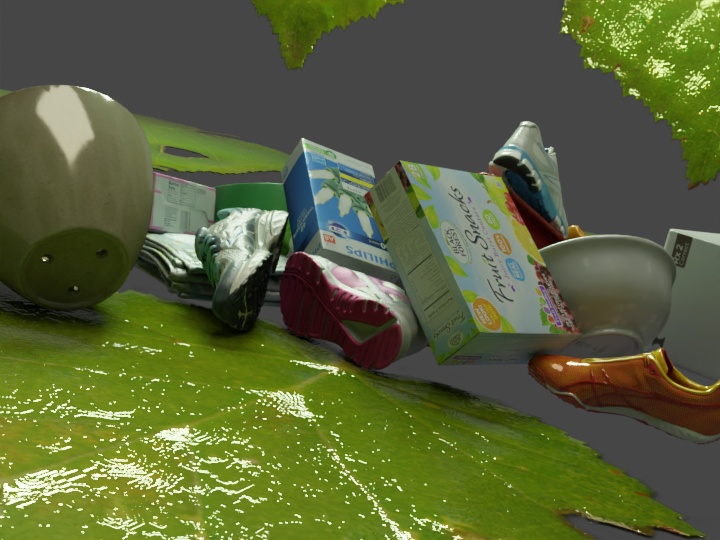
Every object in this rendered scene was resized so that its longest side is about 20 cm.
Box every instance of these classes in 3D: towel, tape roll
[{"bbox_3d":[-0.154,-0.005,1.318,0.199,0.049,0.171,6,12,-34],"label":"towel"},{"bbox_3d":[-0.117,-0.074,1.562,0.199,0.049,0.200,2,-8,0],"label":"tape roll"}]

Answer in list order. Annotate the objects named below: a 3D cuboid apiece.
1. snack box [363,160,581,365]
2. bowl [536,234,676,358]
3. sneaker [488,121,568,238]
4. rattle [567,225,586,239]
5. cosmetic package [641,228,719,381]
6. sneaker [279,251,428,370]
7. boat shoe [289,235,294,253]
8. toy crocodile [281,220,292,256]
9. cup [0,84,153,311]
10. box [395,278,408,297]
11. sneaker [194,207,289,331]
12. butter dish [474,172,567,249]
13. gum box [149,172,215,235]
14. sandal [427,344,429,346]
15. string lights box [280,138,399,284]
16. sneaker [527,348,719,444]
[{"bbox_3d":[0.113,-0.005,1.166,0.168,0.068,0.201,5,52,-45],"label":"snack box"},{"bbox_3d":[0.253,0.052,1.260,0.199,0.091,0.202,-4,-32,-2],"label":"bowl"},{"bbox_3d":[0.223,-0.104,1.427,0.074,0.087,0.200,12,-29,29],"label":"sneaker"},{"bbox_3d":[0.344,0.024,1.537,0.198,0.144,0.130,3,-7,-15],"label":"rattle"},{"bbox_3d":[0.485,0.049,1.471,0.164,0.166,0.199,21,14,40],"label":"cosmetic package"},{"bbox_3d":[-0.006,0.042,1.170,0.088,0.082,0.200,4,21,-45],"label":"sneaker"},{"bbox_3d":[0.000,0.000,1.417,0.199,0.072,0.068,21,17,-45],"label":"boat shoe"},{"bbox_3d":[-0.062,-0.038,1.466,0.067,0.062,0.200,-4,-16,24],"label":"toy crocodile"},{"bbox_3d":[-0.277,-0.048,1.072,0.199,0.201,0.144,6,38,-32],"label":"cup"},{"bbox_3d":[0.059,-0.022,1.338,0.048,0.118,0.200,-11,-9,-4],"label":"box"},{"bbox_3d":[-0.133,-0.005,1.183,0.086,0.078,0.200,13,26,1],"label":"sneaker"},{"bbox_3d":[0.145,-0.003,1.426,0.199,0.149,0.200,37,-25,-22],"label":"butter dish"},{"bbox_3d":[-0.265,-0.079,1.404,0.113,0.067,0.200,4,-2,15],"label":"gum box"},{"bbox_3d":[0.094,0.069,1.257,0.075,0.045,0.200,18,-5,3],"label":"sandal"},{"bbox_3d":[-0.026,-0.056,1.329,0.102,0.059,0.201,18,35,-26],"label":"string lights box"},{"bbox_3d":[0.261,0.106,1.125,0.199,0.078,0.073,13,10,21],"label":"sneaker"}]
